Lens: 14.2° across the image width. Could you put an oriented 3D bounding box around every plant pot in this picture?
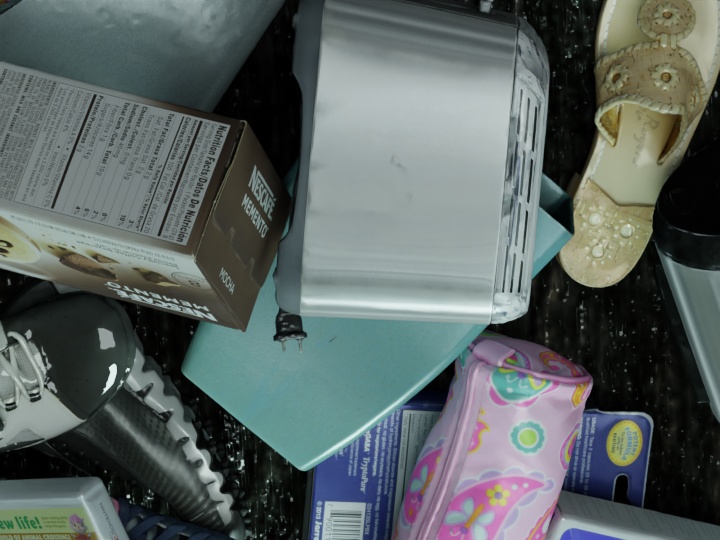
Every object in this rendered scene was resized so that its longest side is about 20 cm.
[{"bbox_3d":[0.000,0.000,1.594,0.141,0.141,0.200,40,101,-3],"label":"plant pot"}]

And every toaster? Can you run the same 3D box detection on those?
[{"bbox_3d":[0.026,-0.049,1.455,0.129,0.114,0.201,5,100,2],"label":"toaster"}]

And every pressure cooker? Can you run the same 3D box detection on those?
[{"bbox_3d":[0.268,0.026,1.630,0.175,0.179,0.201,-24,113,-5],"label":"pressure cooker"}]

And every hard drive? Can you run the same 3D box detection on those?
[{"bbox_3d":[-0.136,-0.133,1.598,0.139,0.033,0.200,32,97,-15],"label":"hard drive"}]

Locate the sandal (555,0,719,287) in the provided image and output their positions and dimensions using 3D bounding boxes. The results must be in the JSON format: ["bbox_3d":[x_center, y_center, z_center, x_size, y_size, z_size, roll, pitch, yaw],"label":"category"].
[{"bbox_3d":[0.166,-0.086,1.641,0.077,0.070,0.212,13,102,-13],"label":"sandal"}]

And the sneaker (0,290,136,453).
[{"bbox_3d":[-0.216,0.072,1.571,0.199,0.088,0.074,-25,87,17],"label":"sneaker"}]

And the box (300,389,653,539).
[{"bbox_3d":[0.067,0.132,1.702,0.199,0.032,0.122,3,104,-9],"label":"box"}]

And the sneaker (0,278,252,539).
[{"bbox_3d":[-0.141,0.088,1.642,0.090,0.066,0.200,-33,104,3],"label":"sneaker"}]

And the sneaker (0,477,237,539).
[{"bbox_3d":[-0.126,0.159,1.609,0.199,0.070,0.082,1,129,24],"label":"sneaker"}]

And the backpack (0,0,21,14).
[{"bbox_3d":[-0.197,-0.230,1.490,0.199,0.153,0.176,-26,81,-4],"label":"backpack"}]

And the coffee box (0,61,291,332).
[{"bbox_3d":[-0.148,-0.044,1.486,0.199,0.113,0.080,15,73,15],"label":"coffee box"}]

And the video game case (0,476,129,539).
[{"bbox_3d":[-0.180,0.199,1.614,0.022,0.200,0.183,-39,114,-42],"label":"video game case"}]

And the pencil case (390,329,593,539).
[{"bbox_3d":[0.064,0.135,1.642,0.087,0.087,0.201,17,101,-13],"label":"pencil case"}]

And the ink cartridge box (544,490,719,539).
[{"bbox_3d":[0.169,0.236,1.718,0.199,0.043,0.199,15,116,-15],"label":"ink cartridge box"}]
